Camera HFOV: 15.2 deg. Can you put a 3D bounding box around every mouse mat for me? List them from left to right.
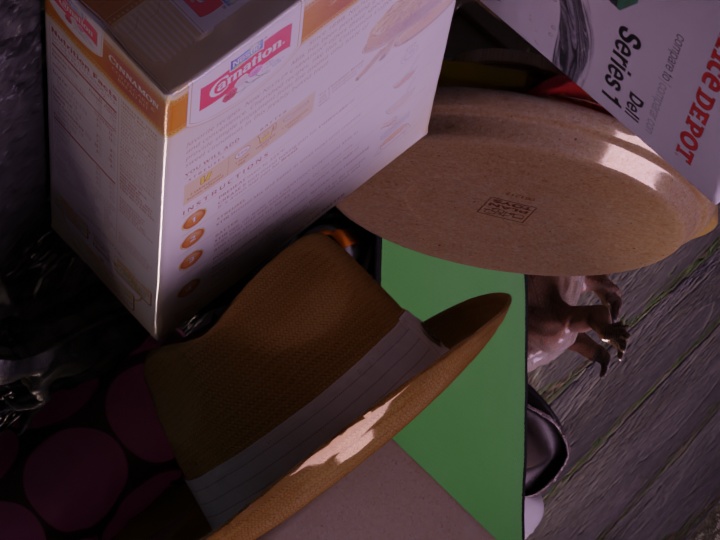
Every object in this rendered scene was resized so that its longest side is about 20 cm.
[{"bbox_3d":[0.047,0.039,1.372,0.008,0.201,0.161,-10,159,29],"label":"mouse mat"}]

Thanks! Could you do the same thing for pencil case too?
[{"bbox_3d":[-0.142,0.113,1.237,0.200,0.091,0.094,-40,133,-21],"label":"pencil case"}]

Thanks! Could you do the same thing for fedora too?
[{"bbox_3d":[-0.031,0.042,1.100,0.200,0.082,0.201,-38,-177,2],"label":"fedora"}]

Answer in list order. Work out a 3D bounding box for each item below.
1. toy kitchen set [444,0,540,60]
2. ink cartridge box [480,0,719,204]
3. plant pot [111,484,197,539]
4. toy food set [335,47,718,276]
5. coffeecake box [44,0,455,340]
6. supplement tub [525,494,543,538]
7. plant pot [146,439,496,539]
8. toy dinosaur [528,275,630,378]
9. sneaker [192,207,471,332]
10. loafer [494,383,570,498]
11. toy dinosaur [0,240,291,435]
[{"bbox_3d":[0.129,-0.078,1.303,0.163,0.180,0.200,-34,160,-36],"label":"toy kitchen set"},{"bbox_3d":[0.103,-0.141,1.029,0.084,0.200,0.146,-41,163,-21],"label":"ink cartridge box"},{"bbox_3d":[-0.054,0.179,1.400,0.193,0.200,0.200,-45,165,4],"label":"plant pot"},{"bbox_3d":[0.072,-0.049,1.244,0.198,0.199,0.049,83,16,-71],"label":"toy food set"},{"bbox_3d":[-0.040,-0.082,1.034,0.153,0.073,0.200,-38,163,-21],"label":"coffeecake box"},{"bbox_3d":[-0.003,0.169,1.637,0.200,0.145,0.145,-48,165,6],"label":"supplement tub"},{"bbox_3d":[-0.025,0.185,1.230,0.177,0.200,0.200,-52,-168,-26],"label":"plant pot"},{"bbox_3d":[0.092,0.004,1.587,0.086,0.135,0.200,106,0,-50],"label":"toy dinosaur"},{"bbox_3d":[0.000,0.000,1.364,0.200,0.074,0.079,-30,152,-47],"label":"sneaker"},{"bbox_3d":[0.049,0.090,1.447,0.200,0.071,0.073,22,109,-46],"label":"loafer"},{"bbox_3d":[-0.110,0.025,1.137,0.200,0.048,0.088,-23,174,-35],"label":"toy dinosaur"}]
